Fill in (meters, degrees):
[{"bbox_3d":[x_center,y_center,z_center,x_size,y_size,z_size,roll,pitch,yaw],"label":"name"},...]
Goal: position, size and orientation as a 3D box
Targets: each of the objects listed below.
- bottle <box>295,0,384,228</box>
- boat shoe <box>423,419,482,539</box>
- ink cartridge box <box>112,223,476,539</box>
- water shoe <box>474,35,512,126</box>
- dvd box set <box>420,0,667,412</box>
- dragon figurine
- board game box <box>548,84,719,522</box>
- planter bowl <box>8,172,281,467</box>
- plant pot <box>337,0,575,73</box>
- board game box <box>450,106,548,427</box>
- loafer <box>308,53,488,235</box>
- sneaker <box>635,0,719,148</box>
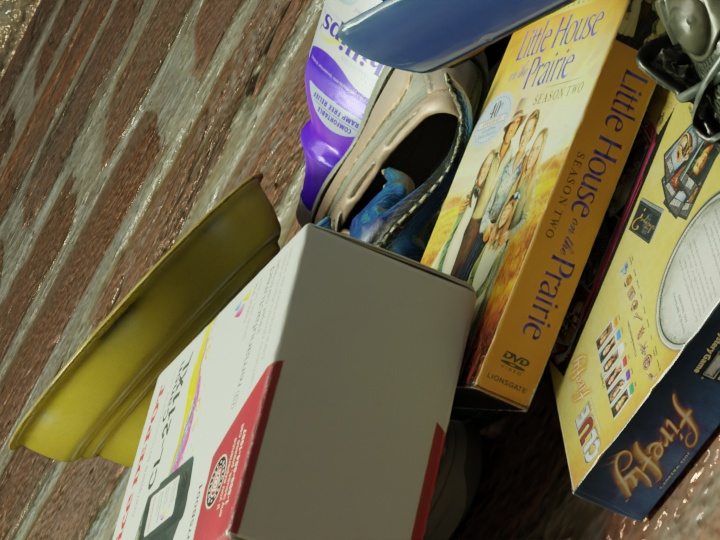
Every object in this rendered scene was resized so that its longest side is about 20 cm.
[{"bbox_3d":[0.012,-0.106,1.195,0.084,0.065,0.200,39,127,29],"label":"bottle"},{"bbox_3d":[-0.015,0.144,1.084,0.202,0.065,0.074,-56,20,29],"label":"boat shoe"},{"bbox_3d":[-0.039,0.090,0.978,0.200,0.083,0.146,-43,30,58],"label":"ink cartridge box"},{"bbox_3d":[0.069,-0.173,1.223,0.200,0.079,0.072,-65,17,4],"label":"water shoe"},{"bbox_3d":[0.073,-0.035,0.995,0.200,0.029,0.146,-68,15,-8],"label":"dvd box set"},{"bbox_3d":[0.000,0.000,1.091,0.099,0.059,0.200,-40,-10,-46],"label":"dragon figurine"},{"bbox_3d":[0.124,-0.011,0.929,0.136,0.035,0.200,-56,20,28],"label":"board game box"},{"bbox_3d":[-0.090,0.048,1.208,0.200,0.083,0.200,-48,-1,-1],"label":"planter bowl"},{"bbox_3d":[0.065,-0.194,0.857,0.200,0.180,0.200,-25,6,36],"label":"plant pot"},{"bbox_3d":[0.073,-0.017,1.110,0.105,0.023,0.200,-38,33,53],"label":"board game box"},{"bbox_3d":[0.015,-0.029,1.162,0.063,0.072,0.200,-90,15,-52],"label":"loafer"},{"bbox_3d":[0.146,-0.042,0.780,0.076,0.114,0.200,-45,29,52],"label":"sneaker"}]
